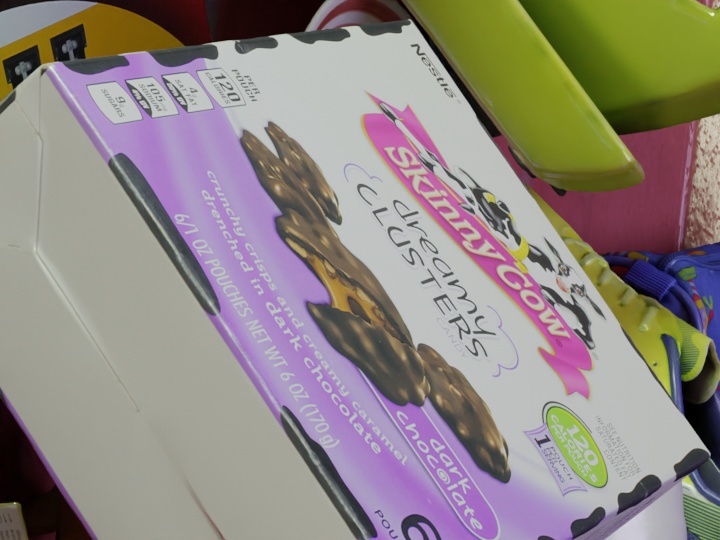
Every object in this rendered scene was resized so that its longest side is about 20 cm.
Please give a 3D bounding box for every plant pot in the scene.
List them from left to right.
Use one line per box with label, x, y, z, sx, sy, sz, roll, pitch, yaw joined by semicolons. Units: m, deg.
plant pot;0.100;-0.139;0.969;0.200;0.181;0.199;53;6;4

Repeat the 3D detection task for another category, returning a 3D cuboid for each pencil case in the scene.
pencil case;0.163;0.024;1.254;0.200;0.078;0.087;-6;120;-60

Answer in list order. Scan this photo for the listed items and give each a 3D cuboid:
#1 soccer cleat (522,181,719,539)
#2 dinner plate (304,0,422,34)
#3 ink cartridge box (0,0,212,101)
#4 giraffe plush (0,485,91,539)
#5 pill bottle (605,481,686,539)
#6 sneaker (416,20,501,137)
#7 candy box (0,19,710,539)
soccer cleat;0.102;0.032;1.016;0.065;0.084;0.201;-6;58;-47
dinner plate;0.000;0.000;0.927;0.200;0.024;0.201;-2;90;-70
ink cartridge box;-0.123;-0.026;0.755;0.200;0.083;0.176;-36;121;-55
giraffe plush;-0.068;0.113;0.790;0.162;0.172;0.201;-60;157;-58
pill bottle;0.075;0.171;0.935;0.109;0.109;0.201;6;80;-60
sneaker;0.091;-0.130;1.110;0.200;0.095;0.080;-60;138;-41
candy box;-0.008;0.021;0.723;0.168;0.071;0.200;55;28;10
